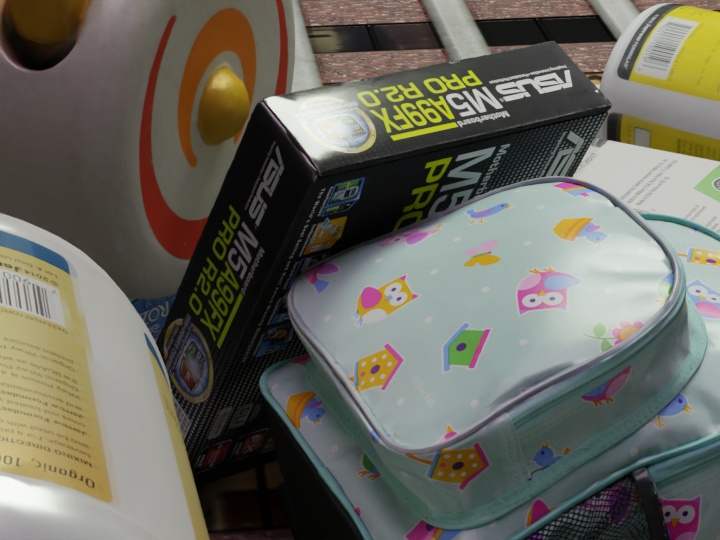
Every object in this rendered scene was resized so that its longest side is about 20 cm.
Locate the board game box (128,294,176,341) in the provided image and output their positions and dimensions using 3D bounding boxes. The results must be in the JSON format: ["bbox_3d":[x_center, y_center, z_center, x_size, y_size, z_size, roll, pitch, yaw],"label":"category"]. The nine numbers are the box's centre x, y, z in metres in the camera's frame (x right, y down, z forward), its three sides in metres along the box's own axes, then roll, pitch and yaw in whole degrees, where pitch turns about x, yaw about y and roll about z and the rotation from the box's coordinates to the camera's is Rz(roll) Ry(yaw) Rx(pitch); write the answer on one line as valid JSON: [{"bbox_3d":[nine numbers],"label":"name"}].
[{"bbox_3d":[-0.190,0.002,1.000,0.200,0.043,0.199,22,32,38],"label":"board game box"}]

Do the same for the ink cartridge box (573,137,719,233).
[{"bbox_3d":[0.104,-0.005,1.037,0.200,0.084,0.145,13,27,25],"label":"ink cartridge box"}]

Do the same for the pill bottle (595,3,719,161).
[{"bbox_3d":[0.241,-0.079,1.164,0.200,0.112,0.112,18,30,34],"label":"pill bottle"}]

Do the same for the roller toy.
[{"bbox_3d":[-0.113,-0.086,0.918,0.140,0.200,0.182,13,23,21],"label":"roller toy"}]

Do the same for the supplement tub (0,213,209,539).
[{"bbox_3d":[-0.105,0.085,0.501,0.145,0.145,0.200,-5,28,-11],"label":"supplement tub"}]

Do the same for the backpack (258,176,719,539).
[{"bbox_3d":[0.076,0.054,0.796,0.200,0.153,0.176,-18,30,-15],"label":"backpack"}]

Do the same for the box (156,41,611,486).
[{"bbox_3d":[0.000,0.000,0.883,0.160,0.200,0.044,-14,55,-38],"label":"box"}]
